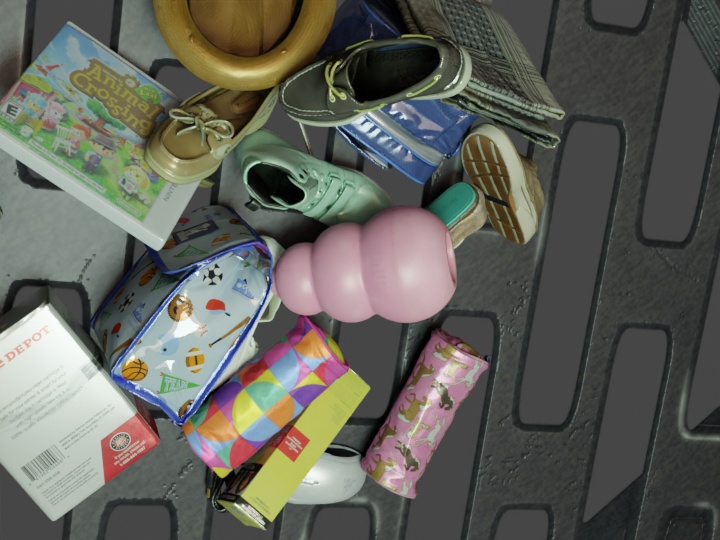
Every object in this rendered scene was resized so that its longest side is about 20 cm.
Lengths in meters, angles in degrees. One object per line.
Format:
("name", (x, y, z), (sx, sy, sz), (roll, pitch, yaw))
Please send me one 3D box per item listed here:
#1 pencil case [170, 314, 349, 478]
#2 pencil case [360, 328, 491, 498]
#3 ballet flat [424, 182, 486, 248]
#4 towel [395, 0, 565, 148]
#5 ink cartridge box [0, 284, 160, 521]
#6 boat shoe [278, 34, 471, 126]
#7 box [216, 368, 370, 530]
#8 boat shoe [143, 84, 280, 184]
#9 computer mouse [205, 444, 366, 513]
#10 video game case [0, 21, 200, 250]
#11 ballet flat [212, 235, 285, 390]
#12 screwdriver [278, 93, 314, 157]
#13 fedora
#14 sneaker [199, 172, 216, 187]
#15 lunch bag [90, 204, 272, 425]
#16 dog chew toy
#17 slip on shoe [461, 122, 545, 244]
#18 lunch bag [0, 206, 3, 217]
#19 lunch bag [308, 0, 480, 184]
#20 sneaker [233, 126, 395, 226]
("pencil case", (-0.108, 0.137, 1.247), (0.200, 0.088, 0.089), (-38, 111, 1))
("pencil case", (0.075, 0.171, 1.348), (0.086, 0.083, 0.201), (27, 94, -31))
("ballet flat", (0.064, -0.022, 1.304), (0.199, 0.068, 0.067), (-33, 148, 7))
("towel", (0.124, -0.228, 1.187), (0.192, 0.201, 0.035), (15, 135, -43))
("ink cartridge box", (-0.332, 0.139, 1.212), (0.144, 0.084, 0.201), (-36, 112, -5))
("boat shoe", (0.003, -0.185, 1.083), (0.200, 0.060, 0.072), (-9, 84, 26))
("box", (-0.075, 0.195, 1.278), (0.050, 0.075, 0.200), (43, 70, -12))
("boat shoe", (-0.146, -0.156, 1.149), (0.073, 0.200, 0.063), (40, 132, -2))
("computer mouse", (-0.081, 0.237, 1.337), (0.199, 0.044, 0.110), (7, 100, -19))
("video game case", (-0.245, -0.137, 1.122), (0.199, 0.183, 0.022), (34, 134, -13))
("ballet flat", (-0.130, 0.059, 1.272), (0.069, 0.069, 0.201), (24, 94, -21))
("screwdriver", (-0.063, -0.161, 1.259), (0.029, 0.028, 0.201), (-43, 122, -35))
("fedora", (-0.120, -0.279, 1.165), (0.199, 0.082, 0.202), (0, 88, -11))
("sneaker", (-0.250, -0.120, 1.195), (0.199, 0.077, 0.089), (18, 130, -24))
("lunch bag", (-0.181, 0.028, 1.187), (0.124, 0.170, 0.200), (38, 92, -27))
("dog chew toy", (0.000, 0.000, 1.215), (0.199, 0.125, 0.125), (-8, 108, 12))
("slip on shoe", (0.170, -0.108, 1.284), (0.061, 0.076, 0.200), (-50, 142, -16))
("lunch bag", (-0.444, -0.114, 1.083), (0.167, 0.139, 0.201), (-13, 108, -13))
("lunch bag", (0.031, -0.186, 1.214), (0.200, 0.136, 0.132), (36, 108, -19))
("sneaker", (-0.047, -0.075, 1.223), (0.199, 0.118, 0.074), (26, 111, -18))
